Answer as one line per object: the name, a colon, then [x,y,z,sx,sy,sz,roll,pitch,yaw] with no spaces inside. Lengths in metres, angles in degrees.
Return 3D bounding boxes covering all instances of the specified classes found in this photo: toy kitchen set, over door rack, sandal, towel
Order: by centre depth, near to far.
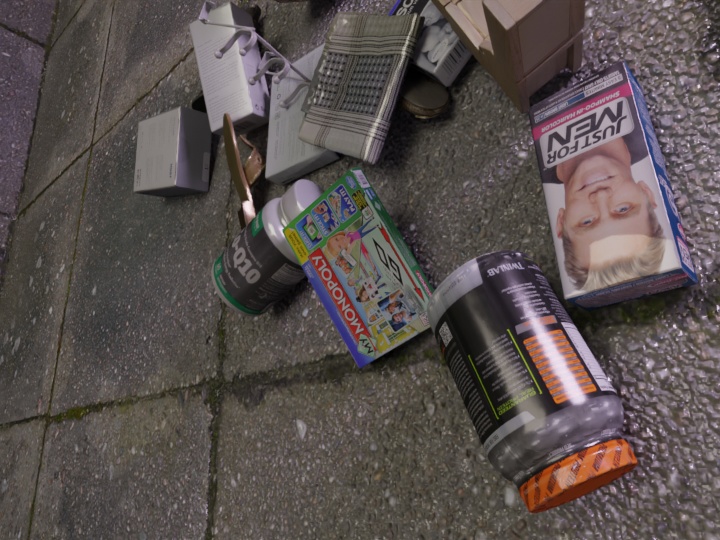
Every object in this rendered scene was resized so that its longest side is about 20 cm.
toy kitchen set: [0.161,-0.313,0.530,0.162,0.180,0.202,-37,72,13]
towel: [-0.013,-0.259,0.737,0.199,0.034,0.197,31,105,48]
over door rack: [-0.167,-0.330,0.847,0.067,0.147,0.200,-52,48,9]
sandal: [-0.187,-0.165,0.936,0.077,0.068,0.218,164,96,-66]

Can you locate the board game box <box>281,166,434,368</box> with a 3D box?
board game box: [0.000,0.000,0.655,0.133,0.029,0.203,-34,84,31]

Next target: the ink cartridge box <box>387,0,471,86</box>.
ink cartridge box: [0.107,-0.366,0.711,0.200,0.043,0.200,-54,46,10]

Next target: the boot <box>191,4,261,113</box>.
boot: [-0.267,-0.425,1.094,0.197,0.069,0.178,-26,59,24]

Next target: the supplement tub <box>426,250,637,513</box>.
supplement tub: [0.147,0.095,0.481,0.122,0.121,0.203,-40,52,27]

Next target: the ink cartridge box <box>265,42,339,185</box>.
ink cartridge box: [-0.073,-0.260,0.865,0.197,0.040,0.205,-14,67,40]

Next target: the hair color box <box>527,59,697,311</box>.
hair color box: [0.227,-0.077,0.500,0.099,0.060,0.206,-21,64,38]

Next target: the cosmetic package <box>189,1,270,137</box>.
cosmetic package: [-0.233,-0.358,0.974,0.099,0.071,0.206,-14,87,24]

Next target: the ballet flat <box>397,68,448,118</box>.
ballet flat: [0.051,-0.250,0.740,0.200,0.066,0.047,44,151,39]

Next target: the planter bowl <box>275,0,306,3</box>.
planter bowl: [-0.071,-0.538,0.866,0.131,0.200,0.206,15,87,17]

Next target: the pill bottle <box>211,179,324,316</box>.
pill bottle: [-0.121,-0.031,0.787,0.199,0.112,0.115,-40,52,27]

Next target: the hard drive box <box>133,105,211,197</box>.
hard drive box: [-0.398,-0.243,1.133,0.197,0.076,0.161,4,90,45]
